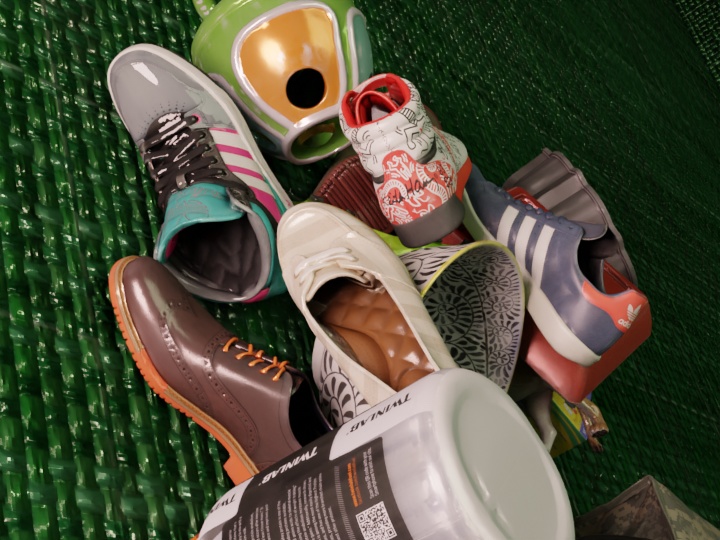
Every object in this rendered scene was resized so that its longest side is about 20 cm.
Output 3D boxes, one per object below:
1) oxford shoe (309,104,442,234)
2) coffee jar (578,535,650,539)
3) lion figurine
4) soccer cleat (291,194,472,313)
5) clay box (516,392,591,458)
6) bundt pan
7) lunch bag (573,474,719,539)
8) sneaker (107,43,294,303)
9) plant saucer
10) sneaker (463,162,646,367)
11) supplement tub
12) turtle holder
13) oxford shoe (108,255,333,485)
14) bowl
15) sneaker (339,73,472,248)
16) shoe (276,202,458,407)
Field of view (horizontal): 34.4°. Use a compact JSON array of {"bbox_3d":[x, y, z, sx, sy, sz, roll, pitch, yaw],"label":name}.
[{"bbox_3d":[-0.001,-0.068,0.989,0.200,0.075,0.071,-45,110,-42],"label":"oxford shoe"},{"bbox_3d":[0.162,0.257,0.823,0.200,0.104,0.086,-19,103,-58],"label":"coffee jar"},{"bbox_3d":[0.123,0.089,0.992,0.200,0.072,0.123,23,37,-35],"label":"lion figurine"},{"bbox_3d":[0.000,0.000,0.889,0.199,0.081,0.068,16,29,-11],"label":"soccer cleat"},{"bbox_3d":[0.141,0.066,1.093,0.200,0.048,0.115,50,28,-14],"label":"clay box"},{"bbox_3d":[0.201,-0.018,1.187,0.202,0.076,0.202,62,-5,9],"label":"bundt pan"},{"bbox_3d":[0.271,0.305,0.975,0.164,0.117,0.200,37,29,-33],"label":"lunch bag"},{"bbox_3d":[-0.113,-0.056,0.775,0.200,0.083,0.121,53,18,-10],"label":"sneaker"},{"bbox_3d":[0.156,0.005,1.004,0.200,0.037,0.200,43,31,14],"label":"plant saucer"},{"bbox_3d":[0.146,-0.024,0.903,0.200,0.084,0.075,56,17,26],"label":"sneaker"},{"bbox_3d":[-0.001,0.145,0.605,0.122,0.200,0.123,40,32,-31],"label":"supplement tub"},{"bbox_3d":[-0.060,-0.149,0.923,0.141,0.186,0.132,-18,73,-28],"label":"turtle holder"},{"bbox_3d":[-0.073,0.063,0.714,0.200,0.072,0.071,51,28,-10],"label":"oxford shoe"},{"bbox_3d":[0.028,0.063,0.823,0.094,0.202,0.200,19,8,31],"label":"bowl"},{"bbox_3d":[0.034,-0.102,0.871,0.202,0.067,0.108,-83,149,-66],"label":"sneaker"},{"bbox_3d":[0.006,0.024,0.696,0.200,0.070,0.053,54,-2,31],"label":"shoe"}]
